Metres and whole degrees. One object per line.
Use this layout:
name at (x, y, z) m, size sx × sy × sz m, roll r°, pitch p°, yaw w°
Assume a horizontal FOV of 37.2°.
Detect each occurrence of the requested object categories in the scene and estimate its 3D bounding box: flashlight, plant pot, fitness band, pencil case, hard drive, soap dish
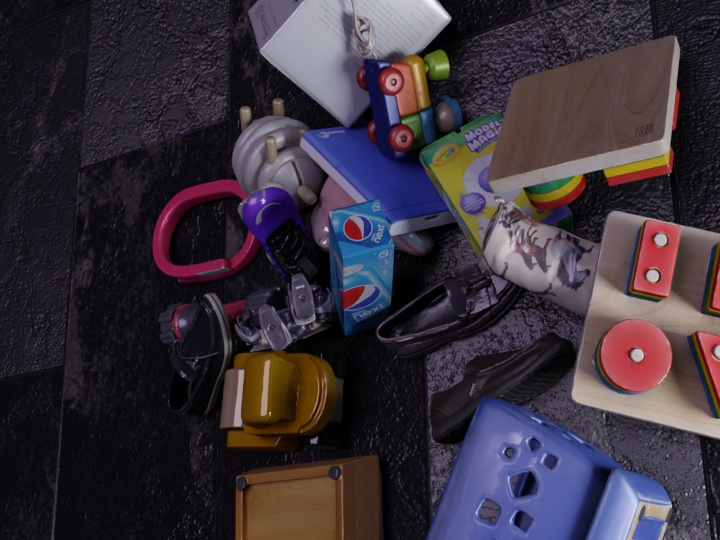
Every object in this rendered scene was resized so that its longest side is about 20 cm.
flashlight at (-0.191, 0.065, 1.482) m, size 0.198 × 0.068 × 0.068 m, roll -13°, pitch 47°, yaw 35°
plant pot at (0.195, 0.262, 1.076) m, size 0.178 × 0.199 × 0.202 m, roll 21°, pitch 87°, yaw 32°
fitness band at (-0.222, -0.057, 1.570) m, size 0.198 × 0.037 × 0.146 m, roll -8°, pitch 68°, yaw 32°
pencil case at (0.222, -0.008, 1.163) m, size 0.198 × 0.078 × 0.090 m, roll 25°, pitch 93°, yaw 9°
hard drive at (0.030, -0.120, 1.354) m, size 0.200 × 0.131 × 0.026 m, roll 47°, pitch 134°, yaw 35°
soap dish at (-0.068, 0.313, 1.313) m, size 0.198 × 0.081 × 0.160 m, roll -12°, pitch 69°, yaw 31°

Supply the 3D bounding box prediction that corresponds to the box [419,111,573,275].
box at (0.157, -0.105, 1.283) m, size 0.116 × 0.049 × 0.201 m, roll -28°, pitch 57°, yaw -3°

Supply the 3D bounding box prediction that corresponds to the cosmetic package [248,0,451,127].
cosmetic package at (-0.019, -0.334, 1.400) m, size 0.200 × 0.165 × 0.165 m, roll -45°, pitch 29°, yaw 15°

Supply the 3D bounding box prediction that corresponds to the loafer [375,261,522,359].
loafer at (0.106, 0.045, 1.285) m, size 0.199 × 0.063 × 0.073 m, roll -33°, pitch 59°, yaw 23°

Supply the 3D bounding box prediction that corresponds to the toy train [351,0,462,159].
toy train at (0.059, -0.251, 1.331) m, size 0.085 × 0.114 × 0.203 m, roll 30°, pitch 135°, yaw 63°

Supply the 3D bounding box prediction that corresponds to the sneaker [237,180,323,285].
sneaker at (-0.088, -0.034, 1.375) m, size 0.069 × 0.200 × 0.100 m, roll -36°, pitch 62°, yaw -4°

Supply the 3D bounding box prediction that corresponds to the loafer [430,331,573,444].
loafer at (0.151, 0.122, 1.222) m, size 0.199 × 0.073 × 0.072 m, roll -36°, pitch 60°, yaw 21°

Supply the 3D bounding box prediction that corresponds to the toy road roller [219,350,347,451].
toy road roller at (-0.116, 0.158, 1.355) m, size 0.198 × 0.145 × 0.125 m, roll -7°, pitch 71°, yaw 33°

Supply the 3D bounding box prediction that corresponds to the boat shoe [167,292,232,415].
boat shoe at (-0.219, 0.119, 1.439) m, size 0.075 × 0.062 × 0.202 m, roll 49°, pitch 135°, yaw 37°

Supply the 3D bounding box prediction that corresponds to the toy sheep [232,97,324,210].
toy sheep at (-0.109, -0.147, 1.455) m, size 0.138 × 0.137 × 0.201 m, roll -48°, pitch 41°, yaw 13°

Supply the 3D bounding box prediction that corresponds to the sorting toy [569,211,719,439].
sorting toy at (0.327, 0.054, 1.060) m, size 0.197 × 0.070 × 0.201 m, roll 13°, pitch 82°, yaw 7°

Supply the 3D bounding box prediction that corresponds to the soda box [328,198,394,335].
soda box at (0.000, 0.000, 1.291) m, size 0.063 × 0.201 × 0.068 m, roll -14°, pitch 62°, yaw -7°

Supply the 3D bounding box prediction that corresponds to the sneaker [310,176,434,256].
sneaker at (0.008, -0.048, 1.380) m, size 0.200 × 0.075 × 0.105 m, roll 41°, pitch 102°, yaw 39°

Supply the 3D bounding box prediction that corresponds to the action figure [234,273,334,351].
action figure at (-0.090, 0.059, 1.333) m, size 0.129 × 0.200 × 0.070 m, roll -29°, pitch 86°, yaw -8°

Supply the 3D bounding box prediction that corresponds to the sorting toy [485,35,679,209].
sorting toy at (0.258, -0.155, 1.193) m, size 0.197 × 0.070 × 0.201 m, roll -12°, pitch 38°, yaw 30°
